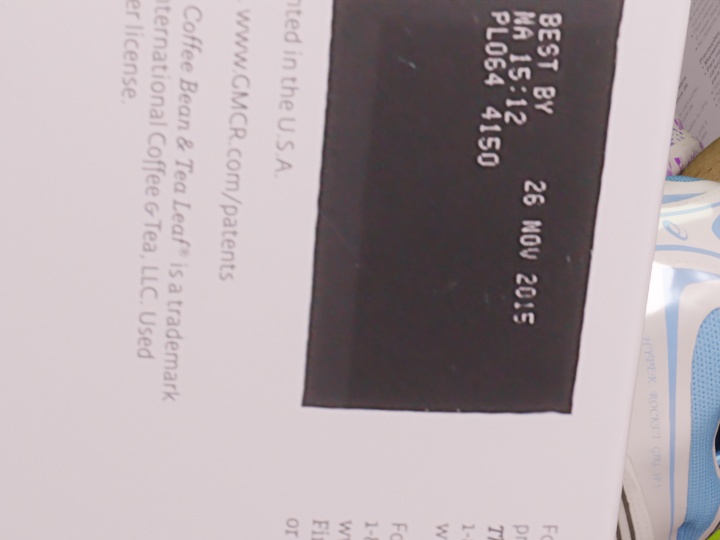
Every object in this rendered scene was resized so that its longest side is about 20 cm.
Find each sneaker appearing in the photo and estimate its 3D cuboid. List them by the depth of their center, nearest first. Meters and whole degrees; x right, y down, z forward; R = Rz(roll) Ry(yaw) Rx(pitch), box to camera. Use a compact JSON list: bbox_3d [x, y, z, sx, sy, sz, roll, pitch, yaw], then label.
[{"bbox_3d":[0.055,0.051,0.630,0.072,0.072,0.200,2,-34,-8],"label":"sneaker"}]

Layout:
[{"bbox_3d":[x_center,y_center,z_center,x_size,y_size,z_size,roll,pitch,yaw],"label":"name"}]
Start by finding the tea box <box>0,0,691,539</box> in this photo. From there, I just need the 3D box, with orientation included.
[{"bbox_3d":[-0.029,-0.009,0.494,0.133,0.201,0.197,3,25,-5],"label":"tea box"}]

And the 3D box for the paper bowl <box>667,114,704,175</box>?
[{"bbox_3d":[0.000,0.000,0.824,0.104,0.201,0.201,47,9,6],"label":"paper bowl"}]

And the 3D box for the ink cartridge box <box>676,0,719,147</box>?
[{"bbox_3d":[0.110,-0.077,1.000,0.040,0.200,0.200,12,-36,35],"label":"ink cartridge box"}]

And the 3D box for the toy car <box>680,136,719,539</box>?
[{"bbox_3d":[0.141,0.013,0.764,0.157,0.201,0.164,10,2,-5],"label":"toy car"}]
